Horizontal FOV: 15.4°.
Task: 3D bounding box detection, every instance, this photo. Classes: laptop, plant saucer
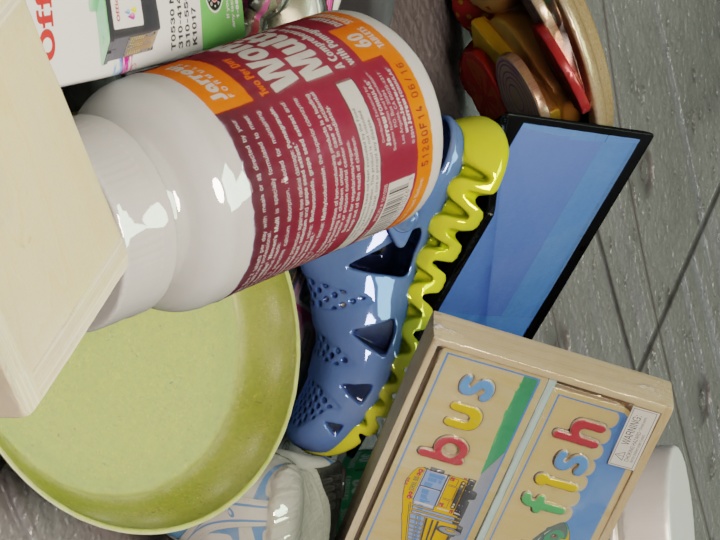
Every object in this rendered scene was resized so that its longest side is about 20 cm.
[{"bbox_3d":[0.082,0.010,1.533,0.200,0.103,0.177,-77,-166,-62],"label":"laptop"},{"bbox_3d":[-0.114,0.025,1.243,0.200,0.031,0.200,11,72,-39],"label":"plant saucer"}]

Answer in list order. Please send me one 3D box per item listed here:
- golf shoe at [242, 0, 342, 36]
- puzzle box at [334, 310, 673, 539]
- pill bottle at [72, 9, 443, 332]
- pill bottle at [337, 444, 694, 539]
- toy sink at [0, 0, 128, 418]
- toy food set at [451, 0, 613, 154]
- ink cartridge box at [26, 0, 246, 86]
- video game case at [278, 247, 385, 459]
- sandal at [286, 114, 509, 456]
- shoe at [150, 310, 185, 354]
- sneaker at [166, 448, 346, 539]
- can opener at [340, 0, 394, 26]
[{"bbox_3d":[-0.032,-0.201,1.421,0.092,0.073,0.200,23,74,-42],"label":"golf shoe"},{"bbox_3d":[0.066,0.121,1.398,0.025,0.133,0.200,-86,-166,-57],"label":"puzzle box"},{"bbox_3d":[-0.064,-0.045,1.211,0.200,0.110,0.110,-23,111,-43],"label":"pill bottle"},{"bbox_3d":[0.083,0.151,1.505,0.113,0.200,0.113,-5,90,-75],"label":"pill bottle"},{"bbox_3d":[-0.193,-0.052,1.037,0.112,0.130,0.200,-62,141,-45],"label":"toy sink"},{"bbox_3d":[0.094,-0.143,1.623,0.198,0.049,0.200,54,-17,40],"label":"toy food set"},{"bbox_3d":[-0.139,-0.158,1.202,0.200,0.084,0.145,-23,110,-62],"label":"ink cartridge box"},{"bbox_3d":[-0.042,0.026,1.425,0.182,0.024,0.200,38,68,-58],"label":"video game case"},{"bbox_3d":[0.000,0.000,1.406,0.087,0.079,0.200,22,89,-22],"label":"sandal"},{"bbox_3d":[-0.102,0.013,1.309,0.070,0.053,0.200,41,54,-57],"label":"shoe"},{"bbox_3d":[-0.051,0.124,1.360,0.200,0.072,0.072,43,57,-77],"label":"sneaker"},{"bbox_3d":[-0.010,-0.098,1.497,0.053,0.066,0.200,-48,137,-52],"label":"can opener"}]
